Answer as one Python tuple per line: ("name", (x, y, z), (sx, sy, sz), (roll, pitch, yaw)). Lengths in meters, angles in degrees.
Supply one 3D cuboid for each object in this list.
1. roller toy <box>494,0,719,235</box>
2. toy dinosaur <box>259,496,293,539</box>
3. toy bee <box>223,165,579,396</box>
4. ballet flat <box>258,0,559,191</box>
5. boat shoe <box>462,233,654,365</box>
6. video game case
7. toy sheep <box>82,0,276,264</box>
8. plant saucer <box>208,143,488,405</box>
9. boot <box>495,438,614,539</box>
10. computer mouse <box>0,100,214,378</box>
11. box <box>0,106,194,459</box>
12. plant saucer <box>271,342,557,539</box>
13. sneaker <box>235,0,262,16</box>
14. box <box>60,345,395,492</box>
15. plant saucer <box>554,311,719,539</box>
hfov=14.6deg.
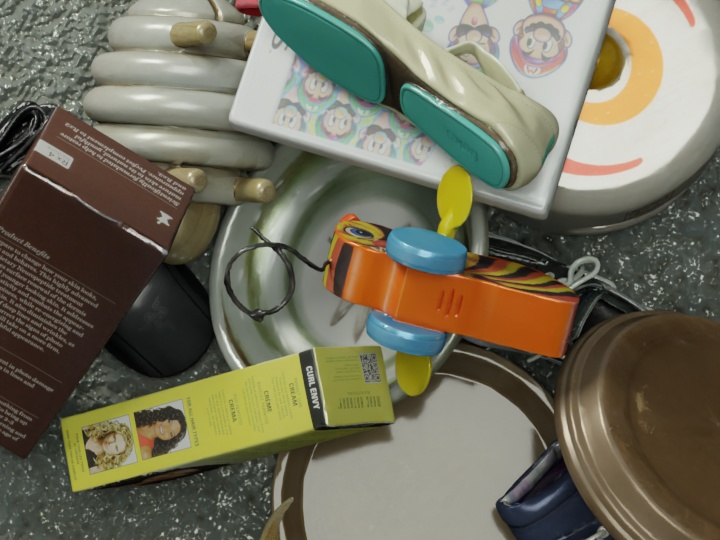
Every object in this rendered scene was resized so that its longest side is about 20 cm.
("roller toy", (0.141, -0.117, 1.729), (0.199, 0.140, 0.183), (22, 84, 3))
("toy dinosaur", (-0.065, 0.237, 1.729), (0.100, 0.058, 0.201), (-12, 101, -6))
("toy bee", (0.025, -0.006, 1.628), (0.199, 0.109, 0.131), (32, 102, -17))
("ballet flat", (0.032, -0.119, 1.619), (0.200, 0.069, 0.070), (38, 85, 16))
("boat shoe", (0.125, 0.028, 1.740), (0.199, 0.068, 0.074), (32, 70, 4))
("video game case", (0.042, -0.143, 1.663), (0.199, 0.024, 0.183), (17, 81, 10))
("toy sheep", (-0.107, -0.104, 1.734), (0.137, 0.138, 0.201), (7, 88, 1))
("plant saucer", (0.000, 0.000, 1.738), (0.199, 0.050, 0.201), (-10, 69, 29))
("boot", (0.179, 0.118, 1.710), (0.200, 0.073, 0.091), (-39, 111, -16))
("computer mouse", (-0.194, 0.002, 1.764), (0.140, 0.046, 0.200), (-39, 84, -4))
("box", (-0.192, 0.009, 1.687), (0.100, 0.075, 0.200), (31, 128, -9))
("plant saucer", (0.044, 0.144, 1.753), (0.199, 0.029, 0.201), (0, 83, 0))
("sneaker", (-0.044, -0.200, 1.773), (0.090, 0.078, 0.201), (-22, 84, 0))
("box", (-0.081, 0.090, 1.690), (0.199, 0.075, 0.050), (-17, 80, 34))
("plant saucer", (0.206, 0.103, 1.644), (0.199, 0.030, 0.201), (18, 47, -20))
